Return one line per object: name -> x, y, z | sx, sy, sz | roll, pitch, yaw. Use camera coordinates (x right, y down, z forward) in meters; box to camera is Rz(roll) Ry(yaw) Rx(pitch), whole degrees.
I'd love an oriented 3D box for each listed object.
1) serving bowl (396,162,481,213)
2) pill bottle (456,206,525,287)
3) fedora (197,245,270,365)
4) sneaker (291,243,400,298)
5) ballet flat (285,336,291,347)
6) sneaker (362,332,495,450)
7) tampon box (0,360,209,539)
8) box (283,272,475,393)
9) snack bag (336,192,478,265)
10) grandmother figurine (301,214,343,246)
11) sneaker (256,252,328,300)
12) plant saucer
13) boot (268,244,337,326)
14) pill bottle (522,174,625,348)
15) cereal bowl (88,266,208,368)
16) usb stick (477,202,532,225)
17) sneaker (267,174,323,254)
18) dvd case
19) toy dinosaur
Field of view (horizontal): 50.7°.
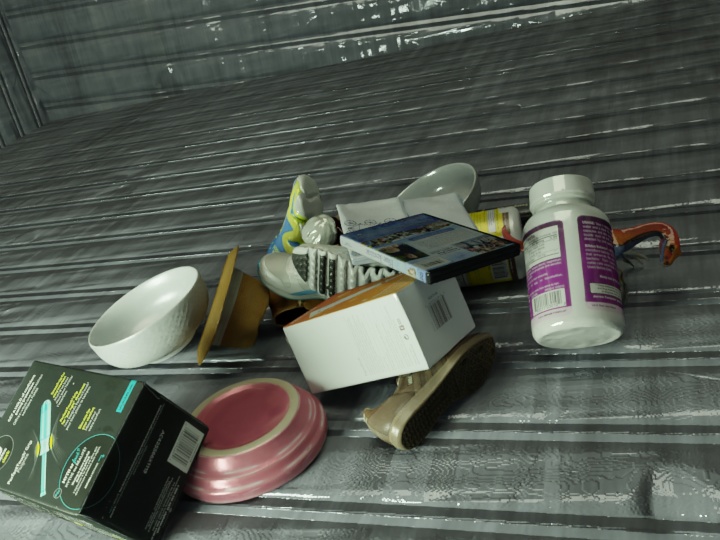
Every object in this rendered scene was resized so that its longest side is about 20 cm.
serving bowl -> 0.131, -0.098, 1.329 | 0.199, 0.066, 0.201 | -30, 28, 18
pill bottle -> 0.150, -0.029, 1.160 | 0.197, 0.110, 0.110 | -8, 26, 14
fedora -> -0.187, 0.061, 1.155 | 0.081, 0.202, 0.201 | 18, 24, -10
sneaker -> 0.000, 0.000, 1.081 | 0.198, 0.076, 0.081 | 15, 36, 7
ballet flat -> -0.016, 0.078, 1.104 | 0.198, 0.073, 0.072 | -17, 25, -16
sneaker -> 0.084, 0.130, 0.919 | 0.075, 0.071, 0.199 | 18, 42, 40
tampon box -> -0.307, 0.207, 0.868 | 0.198, 0.126, 0.151 | 4, 59, 33
box -> 0.022, 0.072, 0.961 | 0.199, 0.098, 0.124 | -19, 8, 40
snack bag -> 0.071, -0.066, 1.096 | 0.197, 0.022, 0.189 | -7, 28, -4
grandmother figurine -> -0.010, -0.054, 1.199 | 0.121, 0.061, 0.199 | 20, 13, 42
sneaker -> -0.057, 0.002, 1.149 | 0.197, 0.081, 0.077 | 11, 50, -10
plant saucer -> -0.141, 0.197, 0.939 | 0.198, 0.051, 0.201 | -13, 25, 6
boot -> -0.053, 0.030, 1.223 | 0.199, 0.071, 0.145 | -13, 37, -9
pill bottle -> 0.262, -0.012, 0.952 | 0.111, 0.112, 0.203 | -7, 69, 17
cereal bowl -> -0.323, 0.085, 1.205 | 0.198, 0.084, 0.201 | -23, 26, 12
usb stick -> 0.277, -0.098, 1.316 | 0.197, 0.033, 0.056 | -8, 27, 16
sneaker -> -0.126, -0.072, 1.356 | 0.104, 0.076, 0.202 | -16, 61, 31
dvd case -> 0.083, -0.032, 0.959 | 0.141, 0.018, 0.199 | -16, 22, -29
toy dinosaur -> 0.324, -0.023, 1.021 | 0.181, 0.199, 0.106 | -38, 31, 29
